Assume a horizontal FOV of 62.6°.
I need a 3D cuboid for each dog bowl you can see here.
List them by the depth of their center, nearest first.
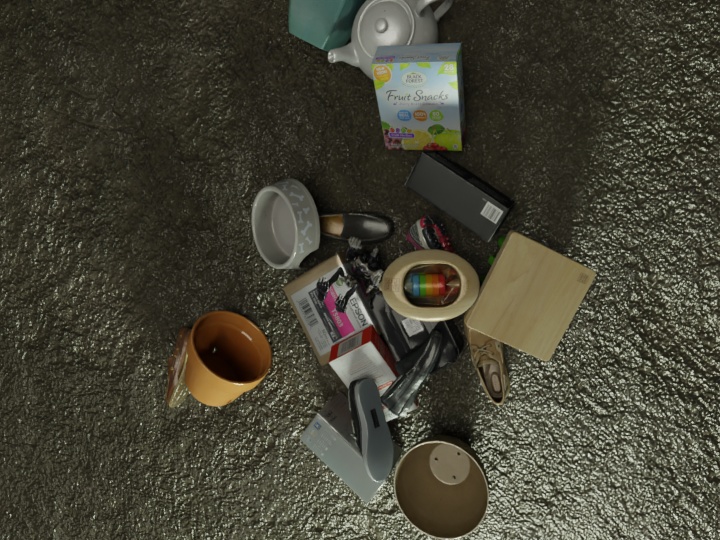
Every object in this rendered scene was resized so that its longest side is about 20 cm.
[{"bbox_3d":[-0.171,-0.097,1.302,0.197,0.058,0.207,16,112,44],"label":"dog bowl"}]

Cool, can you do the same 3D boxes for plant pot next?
[{"bbox_3d":[-0.062,-0.568,1.222,0.139,0.141,0.204,29,112,12],"label":"plant pot"},{"bbox_3d":[0.179,0.435,1.255,0.194,0.134,0.207,2,98,17],"label":"plant pot"},{"bbox_3d":[-0.321,0.217,1.377,0.200,0.199,0.141,43,124,8],"label":"plant pot"}]

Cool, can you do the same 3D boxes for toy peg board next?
[{"bbox_3d":[0.324,0.040,1.185,0.195,0.098,0.204,22,104,-12],"label":"toy peg board"}]

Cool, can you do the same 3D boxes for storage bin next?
[{"bbox_3d":[0.121,0.113,1.259,0.133,0.094,0.204,-28,88,19],"label":"storage bin"}]

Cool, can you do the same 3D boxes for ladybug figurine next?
[{"bbox_3d":[0.133,0.028,1.161,0.193,0.072,0.141,2,91,6],"label":"ladybug figurine"}]

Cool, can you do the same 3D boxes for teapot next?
[{"bbox_3d":[0.063,-0.474,1.182,0.193,0.146,0.205,25,103,13],"label":"teapot"}]

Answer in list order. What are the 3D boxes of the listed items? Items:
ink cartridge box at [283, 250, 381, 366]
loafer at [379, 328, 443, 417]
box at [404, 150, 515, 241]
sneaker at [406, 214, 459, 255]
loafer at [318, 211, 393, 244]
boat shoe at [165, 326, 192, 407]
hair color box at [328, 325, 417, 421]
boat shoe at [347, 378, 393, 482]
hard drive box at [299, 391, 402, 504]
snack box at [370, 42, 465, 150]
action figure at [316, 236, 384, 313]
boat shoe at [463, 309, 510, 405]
[{"bbox_3d":[-0.057,0.084,1.324,0.162,0.075,0.204,-30,86,20],"label":"ink cartridge box"},{"bbox_3d":[0.102,0.201,1.191,0.069,0.068,0.204,29,108,5],"label":"loafer"},{"bbox_3d":[0.200,-0.152,1.175,0.198,0.141,0.080,36,113,11],"label":"box"},{"bbox_3d":[0.168,-0.015,1.245,0.074,0.080,0.204,-28,87,47],"label":"sneaker"},{"bbox_3d":[-0.026,-0.092,1.294,0.194,0.072,0.075,1,96,17],"label":"loafer"},{"bbox_3d":[-0.444,0.237,1.475,0.066,0.072,0.205,22,97,19],"label":"boat shoe"},{"bbox_3d":[0.030,0.229,1.278,0.109,0.064,0.202,-27,112,18],"label":"hair color box"},{"bbox_3d":[0.012,0.326,1.215,0.068,0.072,0.205,-20,84,55],"label":"boat shoe"},{"bbox_3d":[-0.016,0.382,1.303,0.199,0.155,0.077,41,107,10],"label":"hard drive box"},{"bbox_3d":[0.118,-0.334,1.161,0.164,0.069,0.203,4,140,18],"label":"snack box"},{"bbox_3d":[0.000,0.000,1.225,0.119,0.200,0.102,43,139,3],"label":"action figure"},{"bbox_3d":[0.266,0.176,1.233,0.070,0.064,0.205,-20,90,19],"label":"boat shoe"}]
